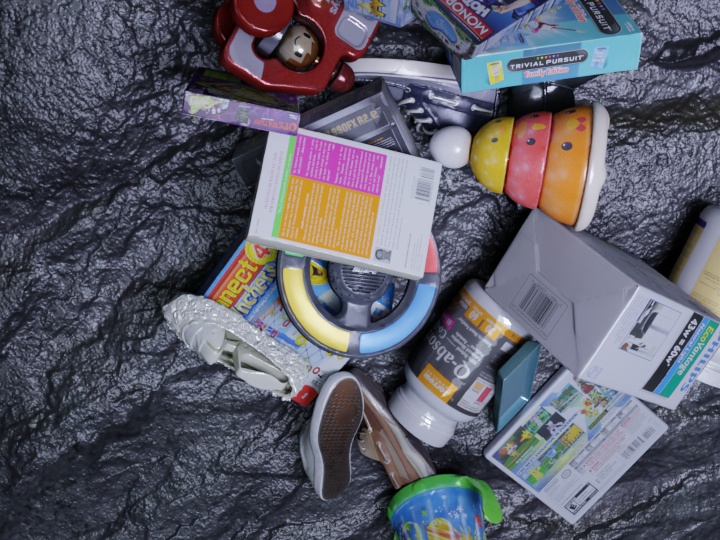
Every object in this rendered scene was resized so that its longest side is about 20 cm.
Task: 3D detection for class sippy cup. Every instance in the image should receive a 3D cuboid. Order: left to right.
[{"bbox_3d":[0.113,0.365,1.216,0.138,0.131,0.179,-7,136,-8],"label":"sippy cup"}]

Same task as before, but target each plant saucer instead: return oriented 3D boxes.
[{"bbox_3d":[0.196,0.149,1.164,0.070,0.201,0.019,-43,67,-16],"label":"plant saucer"}]

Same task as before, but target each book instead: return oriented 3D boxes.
[{"bbox_3d":[-0.016,-0.077,1.002,0.198,0.048,0.135,13,80,-10],"label":"book"}]

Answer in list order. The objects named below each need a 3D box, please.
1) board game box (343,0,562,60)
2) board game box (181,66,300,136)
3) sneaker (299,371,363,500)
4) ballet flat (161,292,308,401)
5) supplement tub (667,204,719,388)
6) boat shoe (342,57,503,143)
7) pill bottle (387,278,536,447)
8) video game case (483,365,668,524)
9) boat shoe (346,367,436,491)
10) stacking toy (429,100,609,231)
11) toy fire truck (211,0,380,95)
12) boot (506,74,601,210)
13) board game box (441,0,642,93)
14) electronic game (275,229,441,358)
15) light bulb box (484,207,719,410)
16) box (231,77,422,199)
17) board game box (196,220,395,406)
[{"bbox_3d":[0.091,-0.308,0.966,0.199,0.062,0.200,-34,71,-16],"label":"board game box"},{"bbox_3d":[-0.128,-0.188,0.997,0.119,0.200,0.033,6,108,-7],"label":"board game box"},{"bbox_3d":[-0.050,0.202,1.182,0.072,0.085,0.202,-12,128,-31],"label":"sneaker"},{"bbox_3d":[-0.149,0.094,1.086,0.199,0.072,0.072,29,103,-12],"label":"ballet flat"},{"bbox_3d":[0.463,0.033,1.161,0.144,0.146,0.202,20,105,-12],"label":"supplement tub"},{"bbox_3d":[0.073,-0.199,1.080,0.198,0.075,0.094,5,101,-8],"label":"boat shoe"},{"bbox_3d":[0.129,0.120,1.170,0.116,0.117,0.201,33,102,-15],"label":"pill bottle"},{"bbox_3d":[0.302,0.237,1.276,0.182,0.022,0.200,38,101,-16],"label":"video game case"},{"bbox_3d":[0.027,0.220,1.215,0.071,0.076,0.201,-32,107,7],"label":"boat shoe"},{"bbox_3d":[0.176,-0.128,1.040,0.198,0.146,0.148,7,108,7],"label":"stacking toy"},{"bbox_3d":[-0.059,-0.283,0.997,0.167,0.112,0.202,29,78,-18],"label":"toy fire truck"},{"bbox_3d":[0.258,-0.180,1.111,0.163,0.066,0.202,-4,106,4],"label":"boot"},{"bbox_3d":[0.194,-0.272,1.028,0.198,0.152,0.047,-9,133,-3],"label":"board game box"},{"bbox_3d":[0.000,0.000,1.042,0.198,0.042,0.203,0,90,-17],"label":"electronic game"},{"bbox_3d":[0.294,0.045,1.089,0.199,0.198,0.126,20,108,-37],"label":"light bulb box"},{"bbox_3d":[-0.029,-0.113,1.078,0.198,0.049,0.159,-22,118,15],"label":"box"},{"bbox_3d":[-0.093,0.047,1.123,0.195,0.056,0.200,31,121,-15],"label":"board game box"}]
